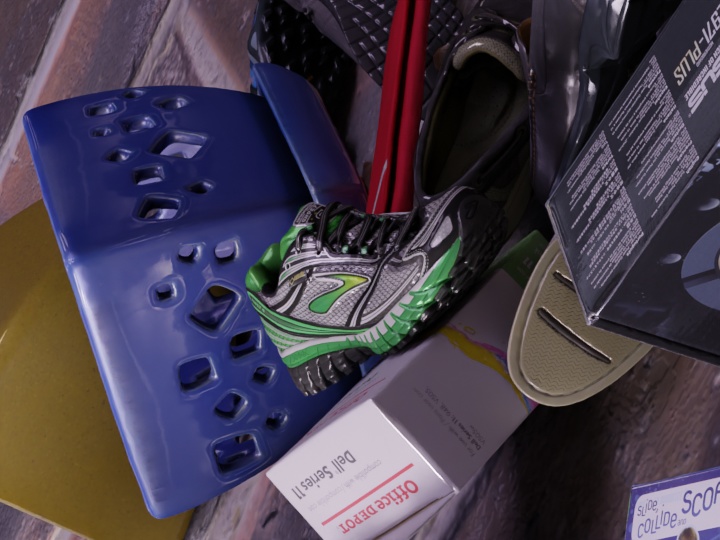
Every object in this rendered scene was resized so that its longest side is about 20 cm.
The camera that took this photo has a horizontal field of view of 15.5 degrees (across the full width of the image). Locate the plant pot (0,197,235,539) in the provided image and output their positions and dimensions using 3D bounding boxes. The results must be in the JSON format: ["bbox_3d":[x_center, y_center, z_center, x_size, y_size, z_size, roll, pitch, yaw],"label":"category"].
[{"bbox_3d":[-0.195,0.061,1.836,0.200,0.194,0.195,-62,25,2],"label":"plant pot"}]

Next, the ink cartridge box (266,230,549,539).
[{"bbox_3d":[0.031,0.076,1.363,0.200,0.067,0.117,-44,3,-40],"label":"ink cartridge box"}]

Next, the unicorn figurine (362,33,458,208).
[{"bbox_3d":[0.058,-0.063,1.511,0.137,0.074,0.200,-158,82,-69],"label":"unicorn figurine"}]

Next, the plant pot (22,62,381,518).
[{"bbox_3d":[-0.081,-0.001,1.581,0.200,0.179,0.200,-116,9,-57],"label":"plant pot"}]

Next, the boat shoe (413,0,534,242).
[{"bbox_3d":[0.079,-0.106,1.439,0.072,0.066,0.201,13,70,23],"label":"boat shoe"}]

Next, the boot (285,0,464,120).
[{"bbox_3d":[0.011,-0.156,1.662,0.070,0.132,0.200,-39,72,-3],"label":"boot"}]

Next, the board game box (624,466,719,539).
[{"bbox_3d":[0.180,0.149,1.166,0.200,0.034,0.136,-22,55,59],"label":"board game box"}]

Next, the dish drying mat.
[{"bbox_3d":[0.019,-0.078,1.486,0.077,0.018,0.200,112,167,-52],"label":"dish drying mat"}]

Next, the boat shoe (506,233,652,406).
[{"bbox_3d":[0.136,-0.022,1.332,0.200,0.075,0.068,-60,2,-1],"label":"boat shoe"}]

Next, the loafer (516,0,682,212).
[{"bbox_3d":[0.115,-0.112,1.369,0.072,0.073,0.200,37,139,23],"label":"loafer"}]

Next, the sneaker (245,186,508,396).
[{"bbox_3d":[0.000,0.000,1.368,0.078,0.085,0.200,-43,8,-38],"label":"sneaker"}]

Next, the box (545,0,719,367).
[{"bbox_3d":[0.201,-0.053,1.100,0.200,0.163,0.086,-57,29,30],"label":"box"}]

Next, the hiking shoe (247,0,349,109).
[{"bbox_3d":[-0.056,-0.109,1.776,0.087,0.074,0.200,-41,40,48],"label":"hiking shoe"}]
